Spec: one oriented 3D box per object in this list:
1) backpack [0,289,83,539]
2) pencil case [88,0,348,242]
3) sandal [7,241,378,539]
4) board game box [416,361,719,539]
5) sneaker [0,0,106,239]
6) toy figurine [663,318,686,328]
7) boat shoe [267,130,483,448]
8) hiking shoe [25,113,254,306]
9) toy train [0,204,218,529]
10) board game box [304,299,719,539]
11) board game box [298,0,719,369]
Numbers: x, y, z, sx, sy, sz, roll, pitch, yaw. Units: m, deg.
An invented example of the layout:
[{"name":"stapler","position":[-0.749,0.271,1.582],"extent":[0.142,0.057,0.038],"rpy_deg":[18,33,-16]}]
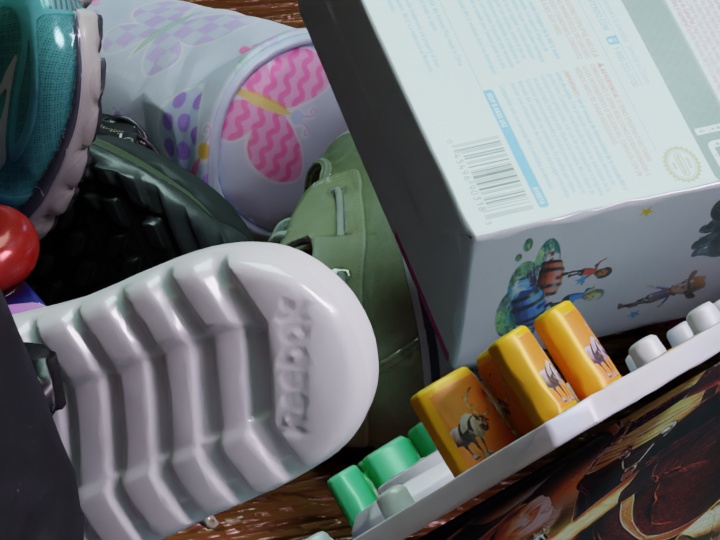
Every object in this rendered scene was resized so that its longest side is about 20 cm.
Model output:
[{"name":"backpack","position":[-0.191,0.034,0.690],"extent":[0.199,0.164,0.154],"rpy_deg":[1,30,32]},{"name":"pencil case","position":[-0.079,-0.070,1.138],"extent":[0.091,0.083,0.200],"rpy_deg":[-29,32,-29]},{"name":"sandal","position":[-0.083,0.040,0.749],"extent":[0.202,0.083,0.050],"rpy_deg":[-11,13,24]},{"name":"board game box","position":[0.028,0.078,0.550],"extent":[0.200,0.035,0.136],"rpy_deg":[-33,10,24]},{"name":"sneaker","position":[-0.154,-0.036,0.940],"extent":[0.080,0.078,0.200],"rpy_deg":[10,-29,-44]},{"name":"toy figurine","position":[0.169,-0.029,1.007],"extent":[0.200,0.150,0.184],"rpy_deg":[35,46,27]},{"name":"boat shoe","position":[0.000,0.000,0.941],"extent":[0.062,0.072,0.200],"rpy_deg":[1,20,-10]},{"name":"hiking shoe","position":[-0.093,-0.028,1.015],"extent":[0.200,0.076,0.101],"rpy_deg":[17,26,42]},{"name":"toy train","position":[-0.135,0.039,0.820],"extent":[0.115,0.085,0.200],"rpy_deg":[-23,36,-19]},{"name":"board game box","position":[0.023,0.041,0.689],"extent":[0.200,0.026,0.200],"rpy_deg":[-34,-5,36]},{"name":"board game box","position":[0.098,-0.064,0.824],"extent":[0.199,0.064,0.148],"rpy_deg":[-13,53,-12]}]
